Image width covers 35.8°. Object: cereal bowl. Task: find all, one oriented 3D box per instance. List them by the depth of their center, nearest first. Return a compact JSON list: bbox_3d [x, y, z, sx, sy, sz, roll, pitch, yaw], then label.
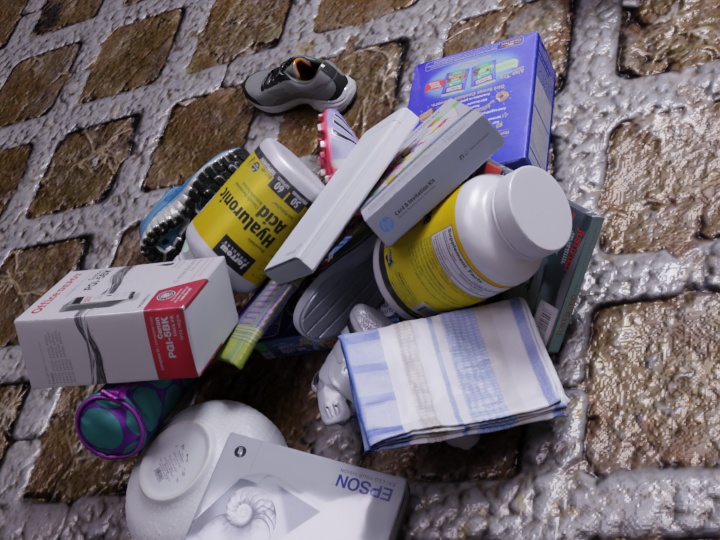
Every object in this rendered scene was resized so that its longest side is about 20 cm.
[{"bbox_3d":[-0.176,0.223,1.200,0.197,0.084,0.202,-19,46,20],"label":"cereal bowl"}]

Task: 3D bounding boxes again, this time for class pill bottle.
[{"bbox_3d":[0.111,-0.027,1.111,0.199,0.112,0.114,-28,37,48],"label":"pill bottle"},{"bbox_3d":[-0.133,-0.046,1.301,0.200,0.111,0.112,-47,41,8],"label":"pill bottle"}]

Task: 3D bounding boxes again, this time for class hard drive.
[{"bbox_3d":[-0.022,-0.077,1.189,0.201,0.027,0.132,-56,13,-17],"label":"hard drive"}]

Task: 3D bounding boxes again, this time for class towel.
[{"bbox_3d":[0.086,0.096,1.068,0.196,0.024,0.148,-11,48,-5],"label":"towel"},{"bbox_3d":[-0.093,0.026,1.259,0.201,0.023,0.143,-52,14,-13],"label":"towel"}]

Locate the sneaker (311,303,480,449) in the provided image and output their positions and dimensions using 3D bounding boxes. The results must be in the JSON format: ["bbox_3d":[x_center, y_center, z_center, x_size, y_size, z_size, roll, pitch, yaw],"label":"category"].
[{"bbox_3d":[0.031,0.135,1.136,0.115,0.075,0.200,-51,56,10],"label":"sneaker"}]

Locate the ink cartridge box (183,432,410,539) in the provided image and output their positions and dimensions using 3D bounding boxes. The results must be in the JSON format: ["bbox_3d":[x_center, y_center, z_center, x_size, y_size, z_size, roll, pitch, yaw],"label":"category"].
[{"bbox_3d":[-0.072,0.271,1.066,0.196,0.041,0.202,11,60,16],"label":"ink cartridge box"}]

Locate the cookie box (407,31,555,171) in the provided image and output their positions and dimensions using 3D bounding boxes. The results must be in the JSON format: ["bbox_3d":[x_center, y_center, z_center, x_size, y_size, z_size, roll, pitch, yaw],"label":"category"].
[{"bbox_3d":[0.136,-0.167,1.313,0.169,0.075,0.202,-11,50,29],"label":"cookie box"}]

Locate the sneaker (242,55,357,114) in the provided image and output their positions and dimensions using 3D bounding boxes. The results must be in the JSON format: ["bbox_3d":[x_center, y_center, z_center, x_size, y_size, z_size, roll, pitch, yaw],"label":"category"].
[{"bbox_3d":[-0.095,-0.269,1.568,0.198,0.079,0.075,7,60,41],"label":"sneaker"}]

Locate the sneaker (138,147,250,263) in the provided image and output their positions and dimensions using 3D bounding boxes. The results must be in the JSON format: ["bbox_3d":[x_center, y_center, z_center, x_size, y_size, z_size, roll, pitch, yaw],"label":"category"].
[{"bbox_3d":[-0.233,-0.103,1.527,0.199,0.079,0.090,-40,38,-1],"label":"sneaker"}]

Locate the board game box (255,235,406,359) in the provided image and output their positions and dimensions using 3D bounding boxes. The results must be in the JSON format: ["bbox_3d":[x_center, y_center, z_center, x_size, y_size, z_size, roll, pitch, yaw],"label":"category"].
[{"bbox_3d":[-0.026,0.025,1.295,0.197,0.035,0.137,-11,50,29],"label":"board game box"}]

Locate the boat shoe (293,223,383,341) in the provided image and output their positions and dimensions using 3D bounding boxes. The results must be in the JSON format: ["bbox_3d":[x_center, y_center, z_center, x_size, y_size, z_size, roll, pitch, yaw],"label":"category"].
[{"bbox_3d":[0.000,0.000,1.233,0.200,0.072,0.062,-42,26,-16],"label":"boat shoe"}]

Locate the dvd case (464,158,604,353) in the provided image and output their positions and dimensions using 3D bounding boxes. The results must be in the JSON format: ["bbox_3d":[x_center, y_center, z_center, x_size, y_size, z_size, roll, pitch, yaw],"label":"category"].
[{"bbox_3d":[0.156,-0.024,1.160,0.199,0.022,0.148,35,115,49],"label":"dvd case"}]

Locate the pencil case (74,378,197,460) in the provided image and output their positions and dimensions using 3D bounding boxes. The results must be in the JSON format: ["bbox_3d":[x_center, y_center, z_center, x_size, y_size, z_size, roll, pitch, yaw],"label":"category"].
[{"bbox_3d":[-0.241,0.128,1.264,0.084,0.094,0.200,21,29,7],"label":"pencil case"}]

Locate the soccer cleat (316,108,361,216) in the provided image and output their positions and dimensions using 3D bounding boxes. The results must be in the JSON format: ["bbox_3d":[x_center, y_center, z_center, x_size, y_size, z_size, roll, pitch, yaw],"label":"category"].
[{"bbox_3d":[-0.014,-0.138,1.420,0.075,0.067,0.201,-3,39,-7],"label":"soccer cleat"}]

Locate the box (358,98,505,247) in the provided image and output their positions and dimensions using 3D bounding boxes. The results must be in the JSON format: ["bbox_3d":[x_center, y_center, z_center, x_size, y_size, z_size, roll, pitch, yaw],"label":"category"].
[{"bbox_3d":[0.064,-0.108,1.166,0.156,0.041,0.200,-41,12,6],"label":"box"}]

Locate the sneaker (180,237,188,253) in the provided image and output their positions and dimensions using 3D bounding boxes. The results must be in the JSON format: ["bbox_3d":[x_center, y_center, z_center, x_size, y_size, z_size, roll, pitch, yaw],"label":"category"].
[{"bbox_3d":[-0.155,-0.021,1.398,0.198,0.074,0.119,-15,40,39],"label":"sneaker"}]

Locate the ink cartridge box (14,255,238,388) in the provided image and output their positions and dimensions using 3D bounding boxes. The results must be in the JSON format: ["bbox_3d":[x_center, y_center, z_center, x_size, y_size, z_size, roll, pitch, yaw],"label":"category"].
[{"bbox_3d":[-0.251,0.055,1.213,0.196,0.084,0.147,-5,20,13],"label":"ink cartridge box"}]
